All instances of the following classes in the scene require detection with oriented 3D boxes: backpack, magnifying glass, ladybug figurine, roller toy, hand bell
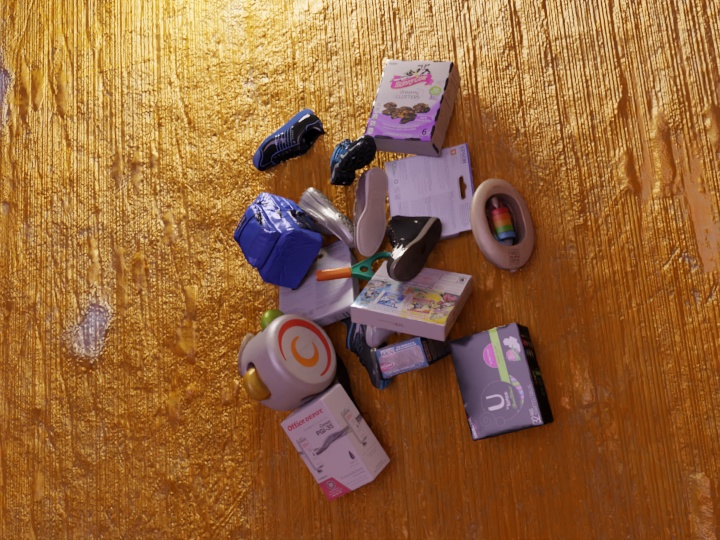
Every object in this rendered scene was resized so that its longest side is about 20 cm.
[{"bbox_3d":[-0.200,-0.087,1.720,0.163,0.167,0.200,-52,42,18],"label":"backpack"},{"bbox_3d":[0.000,0.000,1.663,0.198,0.022,0.080,-8,51,-2],"label":"magnifying glass"},{"bbox_3d":[0.287,-0.089,1.554,0.135,0.072,0.202,-5,76,-17],"label":"ladybug figurine"},{"bbox_3d":[-0.156,0.201,1.605,0.140,0.182,0.201,-39,35,37],"label":"roller toy"},{"bbox_3d":[-0.172,0.210,1.735,0.198,0.104,0.105,6,84,12],"label":"hand bell"}]

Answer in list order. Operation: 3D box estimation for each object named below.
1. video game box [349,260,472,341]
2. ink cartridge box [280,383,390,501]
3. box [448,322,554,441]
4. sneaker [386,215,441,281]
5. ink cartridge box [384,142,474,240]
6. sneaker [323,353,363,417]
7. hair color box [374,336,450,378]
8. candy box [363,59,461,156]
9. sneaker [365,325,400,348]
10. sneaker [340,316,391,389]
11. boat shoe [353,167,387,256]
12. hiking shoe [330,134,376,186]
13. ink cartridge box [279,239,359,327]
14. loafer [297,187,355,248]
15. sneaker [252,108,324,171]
[{"bbox_3d":[0.105,0.057,1.509,0.199,0.182,0.047,10,123,23],"label":"video game box"},{"bbox_3d":[-0.056,0.365,1.595,0.146,0.083,0.201,-35,88,33],"label":"ink cartridge box"},{"bbox_3d":[0.280,0.221,1.493,0.148,0.124,0.201,-19,75,20],"label":"box"},{"bbox_3d":[0.083,-0.047,1.570,0.106,0.200,0.075,9,128,31],"label":"sneaker"},{"bbox_3d":[0.159,-0.163,1.657,0.199,0.041,0.201,-10,77,22],"label":"ink cartridge box"},{"bbox_3d":[-0.059,0.277,1.666,0.075,0.070,0.201,-27,71,19],"label":"sneaker"},{"bbox_3d":[0.113,0.166,1.532,0.099,0.200,0.061,-20,84,21],"label":"hair color box"},{"bbox_3d":[0.116,-0.365,1.673,0.167,0.072,0.201,9,74,28],"label":"candy box"},{"bbox_3d":[0.104,0.096,1.586,0.115,0.075,0.200,28,68,35],"label":"sneaker"},{"bbox_3d":[0.014,0.172,1.656,0.082,0.073,0.201,-26,62,23],"label":"sneaker"},{"bbox_3d":[0.015,-0.129,1.682,0.059,0.071,0.202,-5,77,57],"label":"boat shoe"},{"bbox_3d":[-0.027,-0.264,1.691,0.200,0.074,0.087,-38,58,59],"label":"hiking shoe"},{"bbox_3d":[-0.097,0.041,1.724,0.195,0.043,0.201,-21,47,20],"label":"ink cartridge box"},{"bbox_3d":[-0.073,-0.111,1.743,0.070,0.070,0.200,-52,58,14],"label":"loafer"},{"bbox_3d":[-0.174,-0.300,1.815,0.200,0.070,0.078,-42,61,12],"label":"sneaker"}]
